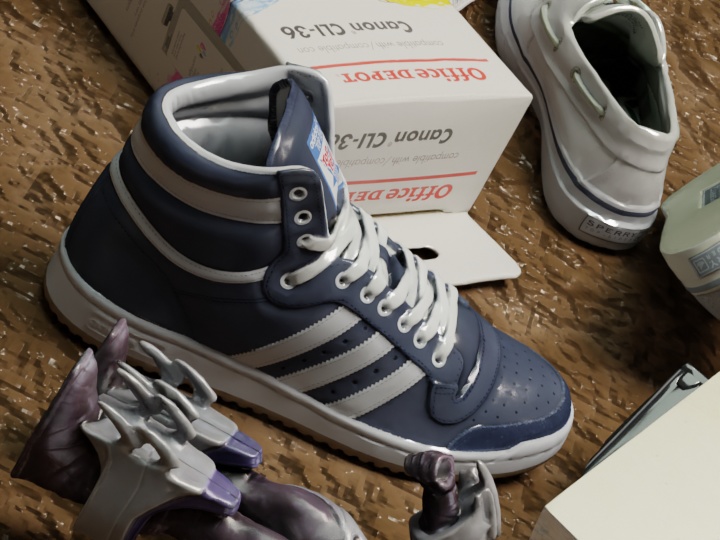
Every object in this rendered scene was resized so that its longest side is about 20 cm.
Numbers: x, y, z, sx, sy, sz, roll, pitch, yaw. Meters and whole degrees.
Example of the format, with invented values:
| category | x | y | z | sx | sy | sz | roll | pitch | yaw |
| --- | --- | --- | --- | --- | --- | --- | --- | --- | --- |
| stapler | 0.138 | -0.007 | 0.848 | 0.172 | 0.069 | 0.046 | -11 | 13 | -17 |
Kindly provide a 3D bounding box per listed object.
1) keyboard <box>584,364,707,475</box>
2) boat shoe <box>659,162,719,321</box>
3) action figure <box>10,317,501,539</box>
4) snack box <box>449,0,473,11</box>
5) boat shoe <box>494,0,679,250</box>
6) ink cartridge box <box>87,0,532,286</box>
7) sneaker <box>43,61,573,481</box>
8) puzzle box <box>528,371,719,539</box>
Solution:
| category | x | y | z | sx | sy | sz | roll | pitch | yaw |
| --- | --- | --- | --- | --- | --- | --- | --- | --- | --- |
| keyboard | 0.180 | 0.107 | 0.799 | 0.200 | 0.021 | 0.127 | 42 | 71 | 16 |
| boat shoe | 0.170 | -0.009 | 0.955 | 0.072 | 0.070 | 0.201 | 58 | 19 | -6 |
| action figure | -0.009 | 0.094 | 0.698 | 0.199 | 0.070 | 0.130 | 33 | 25 | -1 |
| snack box | 0.073 | -0.186 | 1.108 | 0.024 | 0.072 | 0.200 | 8 | 26 | 26 |
| boat shoe | 0.112 | -0.093 | 1.022 | 0.073 | 0.067 | 0.201 | 14 | 37 | -21 |
| ink cartridge box | -0.014 | -0.081 | 0.916 | 0.116 | 0.068 | 0.200 | -8 | 48 | -41 |
| sneaker | 0.000 | 0.000 | 0.786 | 0.199 | 0.109 | 0.070 | 19 | 36 | -14 |
| puzzle box | 0.168 | 0.118 | 0.736 | 0.133 | 0.025 | 0.200 | -31 | 65 | -33 |
